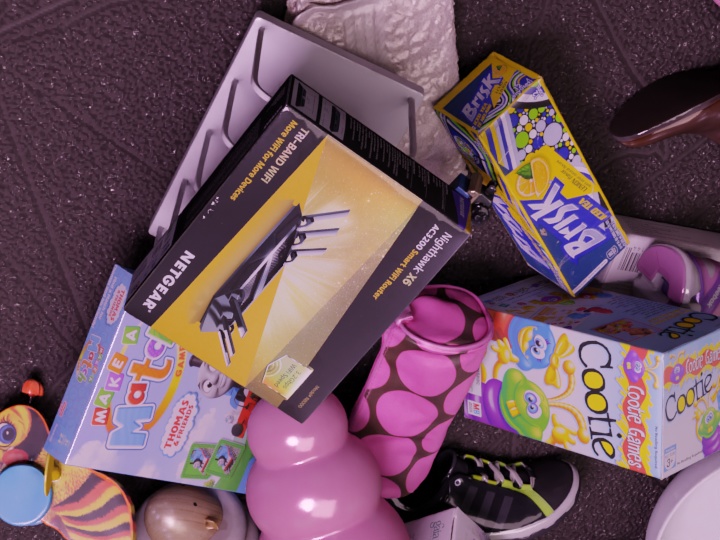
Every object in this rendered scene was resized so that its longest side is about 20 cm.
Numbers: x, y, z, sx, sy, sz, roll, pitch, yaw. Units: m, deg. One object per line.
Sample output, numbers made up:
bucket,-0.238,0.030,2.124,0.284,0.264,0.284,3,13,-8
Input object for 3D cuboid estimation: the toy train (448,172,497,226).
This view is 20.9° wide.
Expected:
toy train,0.031,-0.010,1.504,0.046,0.034,0.200,40,119,-12

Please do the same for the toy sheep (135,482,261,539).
toy sheep,-0.138,0.247,1.612,0.137,0.138,0.201,-19,139,-8

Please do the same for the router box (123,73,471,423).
router box,-0.044,-0.011,1.348,0.157,0.052,0.200,33,117,-16

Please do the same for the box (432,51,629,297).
box,0.137,-0.073,1.536,0.070,0.064,0.200,-43,132,-9

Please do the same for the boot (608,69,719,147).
boot,0.308,-0.075,1.611,0.185,0.064,0.201,-24,122,-7

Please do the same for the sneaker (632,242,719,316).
sneaker,0.262,0.071,1.631,0.088,0.080,0.201,-3,121,-33

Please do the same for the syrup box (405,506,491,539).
syrup box,0.018,0.278,1.664,0.199,0.079,0.082,-21,129,28

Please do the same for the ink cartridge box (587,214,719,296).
ink cartridge box,0.271,0.050,1.691,0.199,0.045,0.177,9,115,-24

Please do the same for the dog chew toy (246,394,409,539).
dog chew toy,-0.033,0.181,1.534,0.124,0.125,0.202,-17,105,-9

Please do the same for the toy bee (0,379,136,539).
toy bee,-0.253,0.146,1.520,0.199,0.131,0.109,27,84,-20

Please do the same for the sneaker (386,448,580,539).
sneaker,0.098,0.193,1.697,0.198,0.072,0.083,-15,123,-11

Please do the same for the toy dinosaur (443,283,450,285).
toy dinosaur,0.000,0.000,1.552,0.199,0.061,0.107,14,116,-26

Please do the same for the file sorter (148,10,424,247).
file sorter,-0.059,-0.054,1.426,0.138,0.125,0.201,24,118,-12

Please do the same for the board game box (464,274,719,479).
board game box,0.189,0.081,1.559,0.104,0.199,0.104,-18,113,-43

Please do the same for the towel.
towel,0.014,-0.135,1.492,0.132,0.035,0.201,-15,124,-10

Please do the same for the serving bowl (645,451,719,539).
serving bowl,0.348,0.232,1.816,0.198,0.066,0.201,-10,122,-15

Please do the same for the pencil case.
pencil case,0.036,0.099,1.582,0.093,0.091,0.201,14,130,-9

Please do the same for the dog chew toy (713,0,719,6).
dog chew toy,0.309,-0.248,1.485,0.124,0.125,0.201,-23,133,-5

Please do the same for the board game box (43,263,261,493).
board game box,-0.135,0.089,1.516,0.199,0.037,0.152,16,99,-45
